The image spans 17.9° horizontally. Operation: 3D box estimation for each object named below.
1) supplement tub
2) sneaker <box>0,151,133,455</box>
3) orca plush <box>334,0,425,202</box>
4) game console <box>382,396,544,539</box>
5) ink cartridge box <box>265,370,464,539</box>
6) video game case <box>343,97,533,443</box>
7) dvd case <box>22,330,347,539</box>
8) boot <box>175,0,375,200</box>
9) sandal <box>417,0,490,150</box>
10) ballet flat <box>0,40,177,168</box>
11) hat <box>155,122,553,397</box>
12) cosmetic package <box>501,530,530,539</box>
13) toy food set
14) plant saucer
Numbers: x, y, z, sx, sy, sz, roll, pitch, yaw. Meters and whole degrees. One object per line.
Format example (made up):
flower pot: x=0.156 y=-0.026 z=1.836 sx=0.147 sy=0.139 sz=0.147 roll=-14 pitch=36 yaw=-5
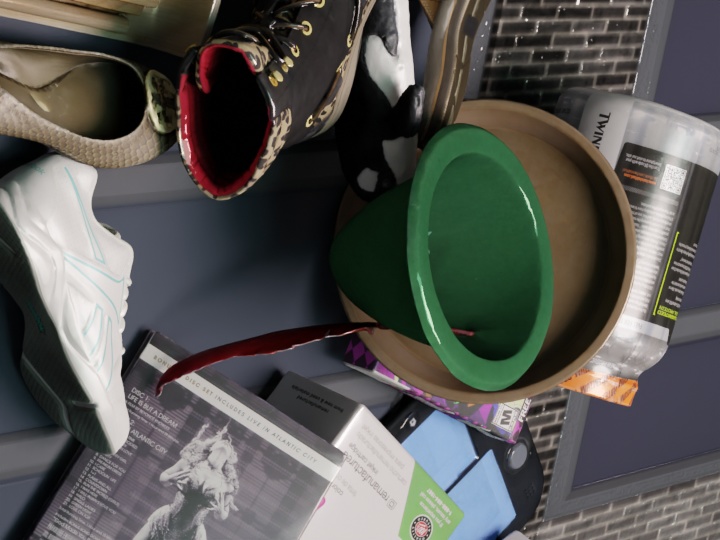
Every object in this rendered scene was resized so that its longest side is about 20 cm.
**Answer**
supplement tub: x=0.168 y=-0.015 z=1.571 sx=0.122 sy=0.122 sz=0.201 roll=18 pitch=87 yaw=-52
sneaker: x=-0.159 y=0.021 z=1.320 sx=0.080 sy=0.070 sz=0.201 roll=-41 pitch=134 yaw=-33
orca plush: x=-0.004 y=-0.132 z=1.425 sx=0.071 sy=0.105 sz=0.201 roll=-6 pitch=127 yaw=-12
game console: x=0.054 y=0.166 z=1.673 sx=0.200 sy=0.031 sz=0.177 roll=-43 pitch=136 yaw=-28
ink cartridge box: x=-0.045 y=0.193 z=1.511 sx=0.200 sy=0.084 sz=0.145 roll=-53 pitch=132 yaw=-14
video game case: x=0.086 y=0.003 z=1.609 sx=0.181 sy=0.036 sz=0.201 roll=30 pitch=80 yaw=-48
dvd case: x=-0.118 y=0.160 z=1.408 sx=0.148 sy=0.016 sz=0.200 roll=34 pitch=78 yaw=-14
boot: x=-0.046 y=-0.146 z=1.324 sx=0.151 sy=0.073 sz=0.201 roll=-49 pitch=157 yaw=-58
sandal: x=0.053 y=-0.176 z=1.479 sx=0.082 sy=0.054 sz=0.201 roll=13 pitch=91 yaw=-78
ballet flat: x=-0.165 y=-0.099 z=1.257 sx=0.200 sy=0.046 sz=0.068 roll=8 pitch=62 yaw=-48
hat: x=0.000 y=0.000 z=1.447 sx=0.200 sy=0.175 sz=0.166 roll=14 pitch=71 yaw=-55
cosmetic package: x=0.115 y=0.342 z=1.695 sx=0.166 sy=0.167 sz=0.201 roll=-35 pitch=143 yaw=-34
toy food set: x=-0.139 y=-0.196 z=1.242 sx=0.200 sy=0.060 sz=0.144 roll=7 pitch=103 yaw=-50
plant saucer: x=0.082 y=-0.012 z=1.506 sx=0.029 sy=0.199 sz=0.201 roll=25 pitch=89 yaw=-81
